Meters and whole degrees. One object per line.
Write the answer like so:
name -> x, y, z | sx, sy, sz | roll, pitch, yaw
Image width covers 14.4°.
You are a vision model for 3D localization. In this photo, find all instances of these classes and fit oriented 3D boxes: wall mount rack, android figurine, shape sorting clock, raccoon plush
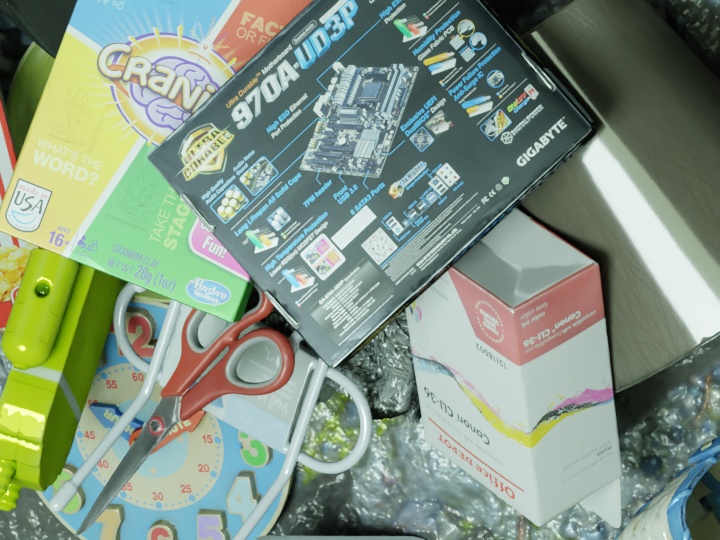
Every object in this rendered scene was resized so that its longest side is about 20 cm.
wall mount rack -> -0.098, 0.089, 1.726 | 0.199, 0.074, 0.175 | 27, 107, 27
android figurine -> -0.185, 0.048, 1.735 | 0.041, 0.182, 0.201 | 17, 78, 5
shape sorting clock -> -0.138, 0.109, 1.860 | 0.199, 0.039, 0.201 | 7, 111, 18
raccoon plush -> 0.000, 0.000, 1.749 | 0.133, 0.097, 0.201 | 23, 107, 19

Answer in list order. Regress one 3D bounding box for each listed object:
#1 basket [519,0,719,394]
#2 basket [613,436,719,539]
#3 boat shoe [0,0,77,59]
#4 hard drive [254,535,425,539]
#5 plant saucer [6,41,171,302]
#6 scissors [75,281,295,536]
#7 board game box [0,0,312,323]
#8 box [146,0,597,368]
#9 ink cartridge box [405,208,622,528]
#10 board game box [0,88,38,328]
basket -> 0.159, -0.059, 1.639 | 0.180, 0.136, 0.201 | -33, 92, 28
basket -> 0.254, 0.164, 1.666 | 0.177, 0.139, 0.200 | 57, 148, -6
boat shoe -> -0.208, -0.196, 1.701 | 0.073, 0.063, 0.202 | -20, 123, 15
hard drive -> -0.043, 0.257, 1.839 | 0.025, 0.131, 0.201 | 51, 128, 44
plant saucer -> -0.127, -0.079, 1.792 | 0.199, 0.031, 0.201 | 7, 111, 18
scissors -> -0.115, 0.078, 1.692 | 0.200, 0.014, 0.073 | -38, 74, 26
board game box -> -0.105, -0.090, 1.634 | 0.152, 0.040, 0.201 | 21, 92, 3
box -> 0.007, -0.069, 1.574 | 0.200, 0.046, 0.159 | -43, 85, 6
ink cartridge box -> 0.088, 0.065, 1.662 | 0.116, 0.067, 0.201 | 36, 145, 45
board game box -> -0.282, -0.046, 1.765 | 0.150, 0.046, 0.201 | -13, 126, -3
